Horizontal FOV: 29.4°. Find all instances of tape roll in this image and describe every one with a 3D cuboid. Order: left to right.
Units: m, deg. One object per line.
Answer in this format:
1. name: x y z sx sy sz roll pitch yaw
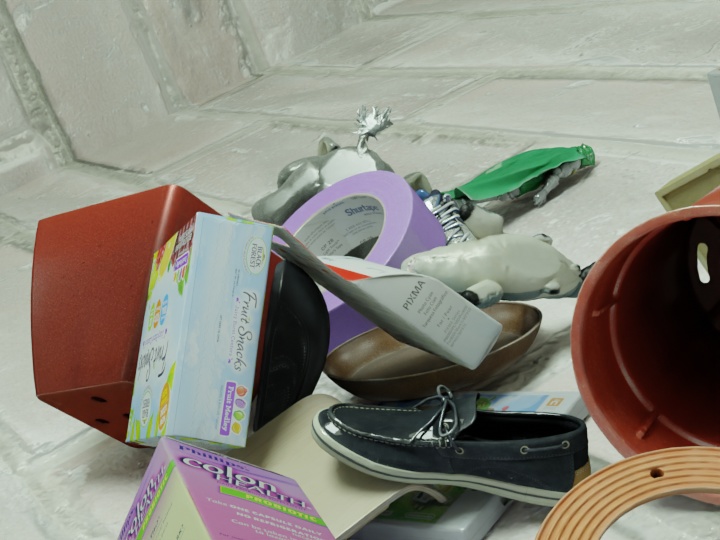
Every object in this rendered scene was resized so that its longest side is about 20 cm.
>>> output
1. tape roll: -0.013 -0.006 1.394 0.200 0.066 0.200 -28 34 21

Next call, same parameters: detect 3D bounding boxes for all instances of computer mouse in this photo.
1. computer mouse: -0.056 0.089 1.138 0.053 0.201 0.139 8 19 0

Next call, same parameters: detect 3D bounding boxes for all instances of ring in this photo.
1. ring: 0.193 0.174 0.758 0.200 0.019 0.201 -5 37 4

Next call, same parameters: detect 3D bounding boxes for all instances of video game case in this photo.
1. video game case: 0.052 0.148 1.068 0.200 0.022 0.182 -5 25 42

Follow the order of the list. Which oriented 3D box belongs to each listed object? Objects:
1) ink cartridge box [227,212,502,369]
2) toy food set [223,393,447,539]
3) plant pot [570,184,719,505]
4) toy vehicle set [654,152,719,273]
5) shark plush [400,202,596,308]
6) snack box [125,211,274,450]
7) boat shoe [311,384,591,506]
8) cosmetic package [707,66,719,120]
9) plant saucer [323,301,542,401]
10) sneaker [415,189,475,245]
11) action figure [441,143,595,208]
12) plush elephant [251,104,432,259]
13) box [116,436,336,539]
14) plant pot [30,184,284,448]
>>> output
1. ink cartridge box: 0.000 0.000 1.117 0.047 0.200 0.160 -55 21 -7
2. toy food set: -0.055 0.186 0.998 0.200 0.061 0.143 -36 37 -14
3. plant pot: 0.269 0.026 0.930 0.200 0.201 0.195 -10 13 31
4. toy vehicle set: 0.325 -0.047 1.042 0.026 0.124 0.200 -34 0 -31
5. shark plush: 0.138 -0.003 1.194 0.199 0.091 0.083 -3 -20 -25
6. snack box: -0.130 0.056 1.087 0.067 0.169 0.200 10 -10 -15
7. boat shoe: 0.065 0.114 0.960 0.199 0.062 0.075 10 21 7
8. cosmetic package: 0.501 -0.227 1.532 0.200 0.071 0.101 -28 19 -18
9. plant saucer: 0.065 0.073 1.209 0.199 0.032 0.200 -15 12 3
10. sneaker: 0.081 -0.037 1.451 0.077 0.085 0.200 -25 19 -9
11. action figure: 0.186 -0.104 1.572 0.199 0.055 0.118 -22 16 -20
12. plush elephant: -0.005 -0.083 1.600 0.164 0.155 0.200 26 84 19
13. box: -0.087 0.217 0.773 0.176 0.096 0.200 -67 21 5
14. plant pot: -0.194 0.058 1.291 0.199 0.200 0.177 -11 55 37
